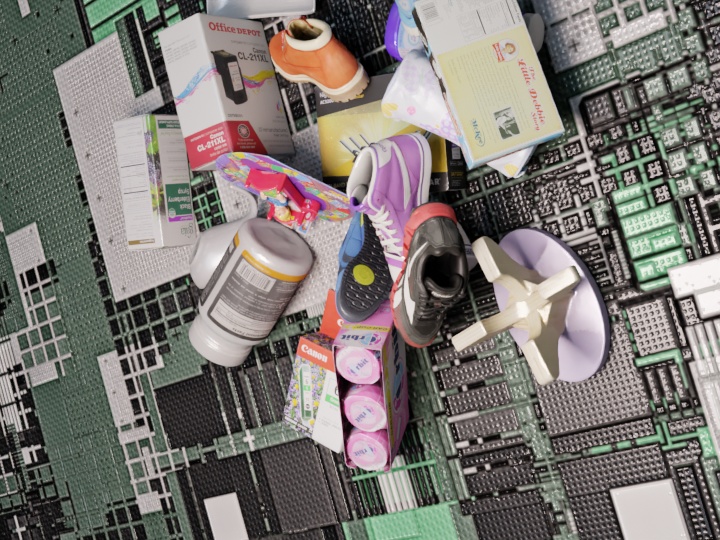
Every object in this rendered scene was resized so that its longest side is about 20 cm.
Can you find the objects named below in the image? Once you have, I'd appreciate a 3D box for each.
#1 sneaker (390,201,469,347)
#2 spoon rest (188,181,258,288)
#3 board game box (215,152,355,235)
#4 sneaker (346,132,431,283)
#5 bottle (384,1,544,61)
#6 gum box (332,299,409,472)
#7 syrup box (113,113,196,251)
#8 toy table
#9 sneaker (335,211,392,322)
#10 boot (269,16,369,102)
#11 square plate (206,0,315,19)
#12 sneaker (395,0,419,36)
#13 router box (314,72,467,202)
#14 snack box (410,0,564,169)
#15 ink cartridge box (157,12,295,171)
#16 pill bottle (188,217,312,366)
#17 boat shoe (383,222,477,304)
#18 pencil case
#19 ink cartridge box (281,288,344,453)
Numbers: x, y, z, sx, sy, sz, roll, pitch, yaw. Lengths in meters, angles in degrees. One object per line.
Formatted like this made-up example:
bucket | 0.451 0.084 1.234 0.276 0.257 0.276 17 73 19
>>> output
sneaker | 0.083 0.022 1.325 0.098 0.070 0.201 -114 26 -51
spoon rest | -0.198 -0.054 1.615 0.100 0.060 0.200 -91 26 -47
board game box | -0.105 -0.094 1.479 0.158 0.199 0.039 -16 52 64
sneaker | 0.029 -0.061 1.353 0.072 0.114 0.202 12 113 44
bottle | 0.127 -0.295 1.370 0.199 0.065 0.084 11 85 33
gum box | 0.017 0.151 1.434 0.066 0.114 0.201 3 121 15
syrup box | -0.312 -0.133 1.690 0.081 0.079 0.202 -5 93 34
toy table | 0.208 0.044 1.329 0.184 0.117 0.200 -47 69 29
sneaker | 0.000 0.000 1.445 0.066 0.201 0.078 26 137 -14
boot | -0.074 -0.300 1.465 0.075 0.107 0.200 -48 40 -8
square plate | -0.139 -0.456 1.561 0.197 0.028 0.202 4 98 35
sneaker | 0.058 -0.380 1.360 0.078 0.090 0.201 -26 47 7
router box | 0.038 -0.176 1.457 0.199 0.052 0.158 -4 93 35
snack box | 0.146 -0.231 1.277 0.115 0.037 0.201 -19 87 -4
ink cartridge box | -0.186 -0.247 1.547 0.082 0.145 0.201 -16 87 34
pill bottle | -0.162 0.033 1.584 0.116 0.116 0.201 45 119 22
boat shoe | 0.065 0.006 1.453 0.200 0.072 0.066 -39 60 37
pencil case | 0.124 -0.189 1.338 0.199 0.083 0.091 26 105 3
ink cartridge box | -0.038 0.140 1.550 0.109 0.050 0.201 23 109 31
